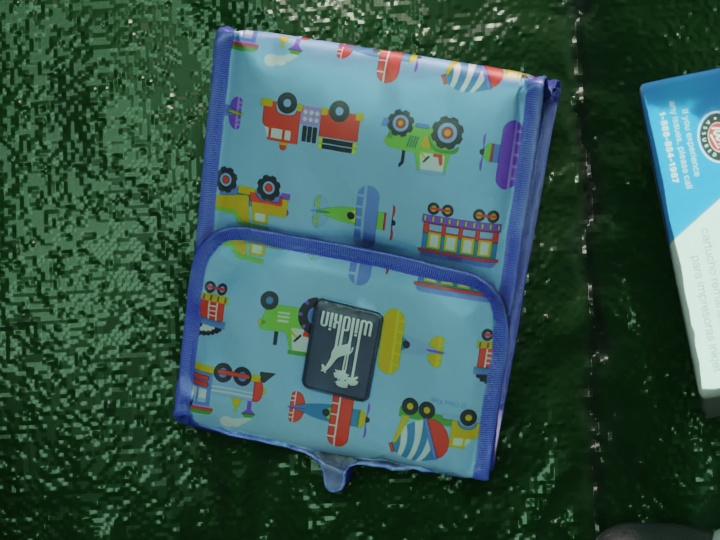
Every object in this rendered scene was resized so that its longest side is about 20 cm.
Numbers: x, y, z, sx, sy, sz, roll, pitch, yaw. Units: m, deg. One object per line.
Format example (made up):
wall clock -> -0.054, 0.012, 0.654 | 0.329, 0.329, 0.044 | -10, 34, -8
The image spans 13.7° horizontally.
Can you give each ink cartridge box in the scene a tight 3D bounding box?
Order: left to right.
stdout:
ink cartridge box -> 0.235, -0.027, 1.323 | 0.199, 0.084, 0.147 | -12, 79, 6

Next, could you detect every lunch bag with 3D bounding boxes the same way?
lunch bag -> 0.000, 0.000, 1.359 | 0.150, 0.094, 0.201 | 9, 94, 8

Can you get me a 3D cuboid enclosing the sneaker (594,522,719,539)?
sneaker -> 0.121, 0.204, 1.311 | 0.084, 0.075, 0.201 | 11, 70, 17
